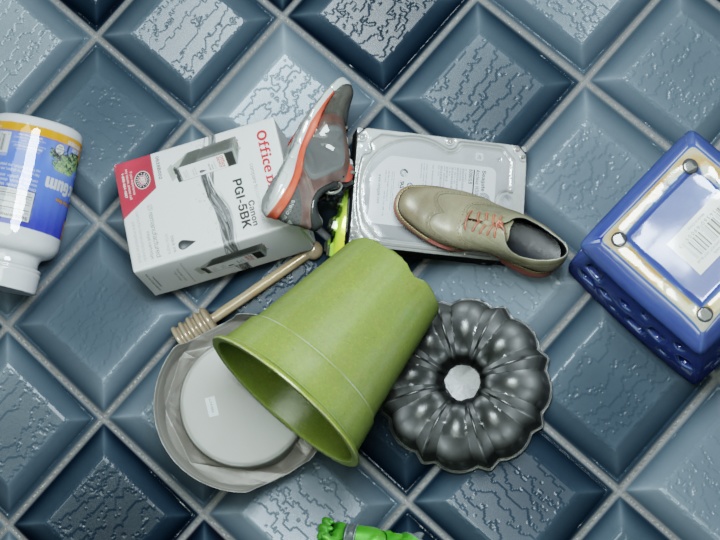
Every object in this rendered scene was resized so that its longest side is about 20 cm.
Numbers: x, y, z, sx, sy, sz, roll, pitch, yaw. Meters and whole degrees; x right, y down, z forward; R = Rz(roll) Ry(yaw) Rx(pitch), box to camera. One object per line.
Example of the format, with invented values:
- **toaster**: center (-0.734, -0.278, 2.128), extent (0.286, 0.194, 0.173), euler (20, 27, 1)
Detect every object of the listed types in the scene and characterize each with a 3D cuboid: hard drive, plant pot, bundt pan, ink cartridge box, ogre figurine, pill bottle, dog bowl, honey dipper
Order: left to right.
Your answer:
- **pill bottle**: center (-0.401, -0.075, 1.690), extent (0.112, 0.112, 0.200), euler (9, 82, 10)
- **ink cartridge box**: center (-0.169, -0.075, 1.658), extent (0.200, 0.083, 0.147), euler (-17, 67, 5)
- **dog bowl**: center (-0.130, 0.150, 1.623), extent (0.200, 0.059, 0.200), euler (0, 83, 2)
- **honey dipper**: center (-0.128, 0.027, 1.668), extent (0.200, 0.038, 0.038), euler (-34, 77, 0)
- **plant pot**: center (-0.020, 0.071, 1.520), extent (0.200, 0.200, 0.190), euler (38, 74, 13)
- **ogre figurine**: center (0.020, 0.357, 1.549), extent (0.120, 0.098, 0.200), euler (-9, 35, 2)
- **hard drive**: center (0.086, -0.082, 1.623), extent (0.200, 0.038, 0.140), euler (7, 80, -9)
- **bundt pan**: center (0.112, 0.124, 1.593), extent (0.202, 0.076, 0.202), euler (-1, 80, 9)
- **plant pot**: center (0.355, -0.019, 1.527), extent (0.200, 0.180, 0.200), euler (-46, 76, -1)

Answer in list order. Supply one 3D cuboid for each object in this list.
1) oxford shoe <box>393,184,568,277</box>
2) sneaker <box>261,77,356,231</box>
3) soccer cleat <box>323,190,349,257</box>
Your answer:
- **oxford shoe**: center (0.136, -0.052, 1.568), extent (0.200, 0.075, 0.071), euler (17, 78, -7)
- **sneaker**: center (-0.041, -0.123, 1.597), extent (0.082, 0.077, 0.200), euler (29, 63, -9)
- **soccer cleat**: center (0.000, 0.000, 1.645), extent (0.084, 0.065, 0.200), euler (4, 80, -6)
